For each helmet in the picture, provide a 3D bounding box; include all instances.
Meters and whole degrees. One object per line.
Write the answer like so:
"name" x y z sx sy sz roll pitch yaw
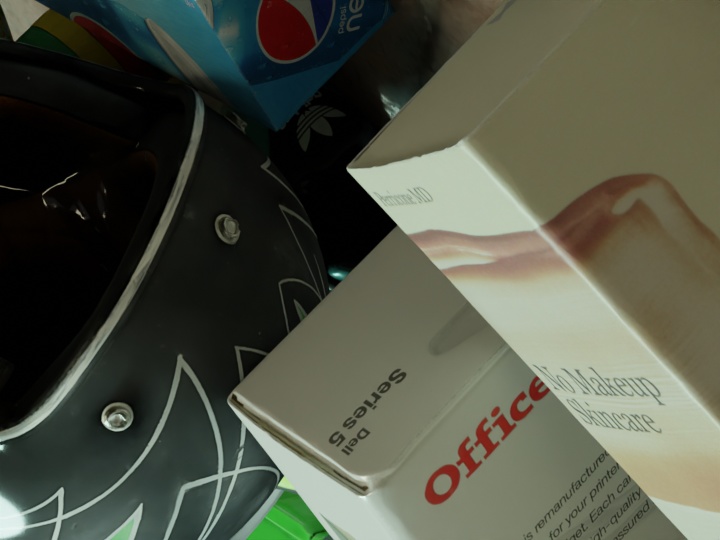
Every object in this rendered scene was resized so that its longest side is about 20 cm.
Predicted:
"helmet" -0.105 0.023 0.803 0.190 0.201 0.200 15 161 5

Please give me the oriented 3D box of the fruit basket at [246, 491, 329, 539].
"fruit basket" 0.024 0.220 1.329 0.155 0.216 0.216 26 157 50

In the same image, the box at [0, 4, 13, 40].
"box" -0.245 -0.161 0.902 0.193 0.122 0.200 59 -176 -45

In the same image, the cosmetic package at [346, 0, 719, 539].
"cosmetic package" 0.103 0.011 0.641 0.200 0.087 0.103 47 166 -10

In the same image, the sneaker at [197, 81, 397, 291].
"sneaker" 0.000 0.000 0.924 0.080 0.071 0.200 35 162 44

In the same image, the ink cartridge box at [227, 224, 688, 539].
"ink cartridge box" 0.069 0.067 0.772 0.084 0.146 0.200 29 159 48

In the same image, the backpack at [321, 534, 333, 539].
"backpack" 0.066 0.190 1.168 0.200 0.126 0.167 37 152 31

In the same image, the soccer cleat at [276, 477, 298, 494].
"soccer cleat" 0.019 0.063 0.916 0.199 0.068 0.081 8 170 1

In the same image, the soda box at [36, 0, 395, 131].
"soda box" -0.082 -0.124 0.818 0.200 0.064 0.068 31 161 43

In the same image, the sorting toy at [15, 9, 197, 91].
"sorting toy" -0.087 -0.037 1.063 0.200 0.070 0.199 31 160 43

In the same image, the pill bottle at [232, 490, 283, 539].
"pill bottle" -0.127 0.050 1.048 0.200 0.112 0.113 42 165 11
